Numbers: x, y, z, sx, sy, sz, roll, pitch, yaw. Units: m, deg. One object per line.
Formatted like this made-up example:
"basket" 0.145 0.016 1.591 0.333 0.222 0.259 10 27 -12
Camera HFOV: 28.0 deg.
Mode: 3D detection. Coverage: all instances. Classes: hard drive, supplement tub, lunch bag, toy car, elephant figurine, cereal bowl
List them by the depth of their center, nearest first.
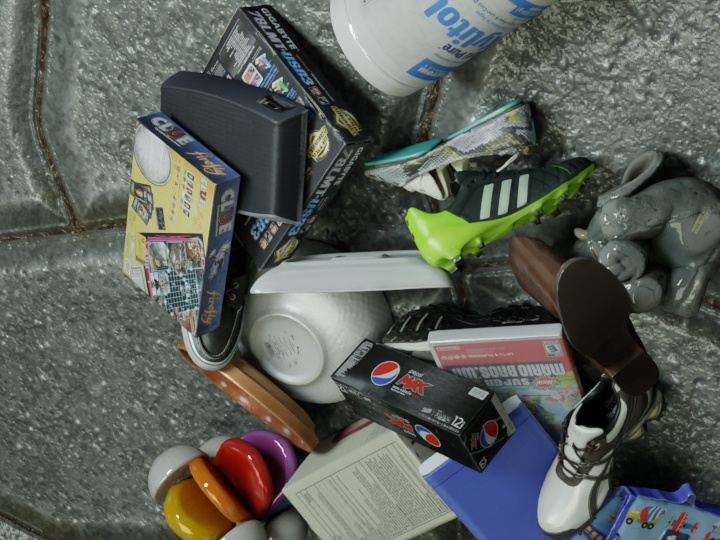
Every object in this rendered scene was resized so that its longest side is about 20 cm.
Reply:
"supplement tub" 0.084 -0.262 1.331 0.200 0.132 0.132 -31 101 38
"elephant figurine" 0.270 -0.044 1.378 0.155 0.200 0.142 2 105 -2
"hard drive" -0.137 -0.127 1.488 0.200 0.042 0.135 21 115 39
"lunch bag" 0.307 0.303 1.555 0.150 0.094 0.200 17 121 -19
"hard drive" 0.169 0.241 1.572 0.132 0.025 0.200 -37 121 4
"cereal bowl" -0.065 0.070 1.641 0.200 0.083 0.201 13 124 20
"toy car" -0.141 0.259 1.736 0.175 0.200 0.150 46 114 22

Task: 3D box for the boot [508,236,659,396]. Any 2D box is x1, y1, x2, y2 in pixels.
"boot" 0.181 0.007 1.323 0.064 0.200 0.187 -33 130 -1

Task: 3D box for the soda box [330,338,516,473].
"soda box" 0.065 0.140 1.527 0.200 0.063 0.071 21 152 45

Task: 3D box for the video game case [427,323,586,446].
"video game case" 0.165 0.127 1.533 0.143 0.017 0.200 -5 138 20

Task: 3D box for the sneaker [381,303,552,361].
"sneaker" 0.115 0.085 1.561 0.200 0.074 0.080 2 124 27

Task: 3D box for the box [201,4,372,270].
"box" -0.101 -0.138 1.513 0.199 0.050 0.200 52 131 20

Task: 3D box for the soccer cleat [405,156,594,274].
"soccer cleat" 0.137 -0.073 1.396 0.081 0.200 0.068 57 162 15

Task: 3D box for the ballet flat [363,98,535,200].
"ballet flat" 0.091 -0.109 1.453 0.200 0.072 0.072 -19 108 34

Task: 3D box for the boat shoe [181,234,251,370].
"boat shoe" -0.155 0.009 1.592 0.068 0.201 0.057 10 162 -15

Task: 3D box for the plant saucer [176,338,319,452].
"plant saucer" -0.127 0.140 1.685 0.200 0.032 0.200 36 169 8

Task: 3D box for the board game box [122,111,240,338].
"board game box" -0.191 -0.047 1.514 0.135 0.035 0.200 39 134 31

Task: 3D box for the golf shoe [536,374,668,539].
"golf shoe" 0.229 0.185 1.496 0.078 0.094 0.200 35 97 43

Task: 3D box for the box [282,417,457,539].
"box" 0.032 0.238 1.672 0.200 0.109 0.128 -32 101 38

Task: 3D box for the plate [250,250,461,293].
"plate" 0.000 0.000 1.473 0.199 0.200 0.032 -2 94 6
